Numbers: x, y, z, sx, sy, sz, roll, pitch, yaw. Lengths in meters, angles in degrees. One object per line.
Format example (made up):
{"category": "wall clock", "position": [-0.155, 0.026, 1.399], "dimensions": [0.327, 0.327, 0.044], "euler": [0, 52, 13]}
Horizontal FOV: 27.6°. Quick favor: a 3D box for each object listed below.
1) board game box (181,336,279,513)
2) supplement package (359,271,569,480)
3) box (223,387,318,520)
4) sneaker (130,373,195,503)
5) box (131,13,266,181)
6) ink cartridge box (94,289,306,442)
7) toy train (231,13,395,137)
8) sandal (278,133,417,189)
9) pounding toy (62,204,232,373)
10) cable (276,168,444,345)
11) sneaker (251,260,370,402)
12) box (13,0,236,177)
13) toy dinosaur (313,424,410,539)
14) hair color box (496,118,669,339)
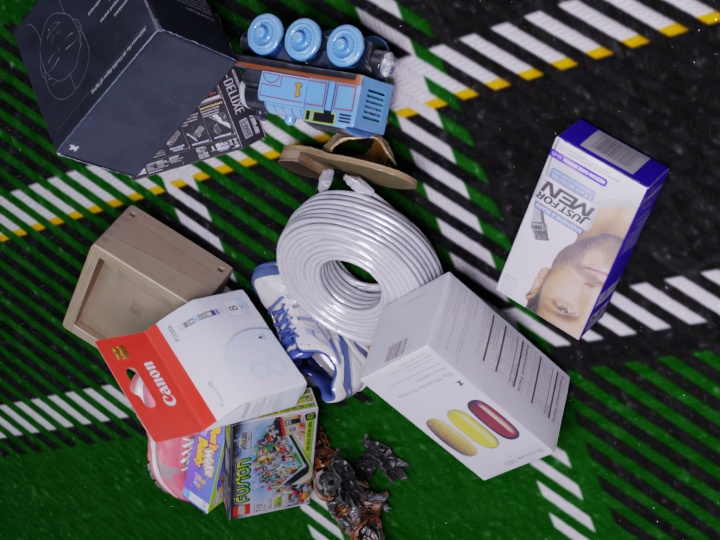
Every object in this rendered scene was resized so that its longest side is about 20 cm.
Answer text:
{"category": "board game box", "position": [-0.154, 0.195, 1.863], "dimensions": [0.045, 0.134, 0.201], "euler": [31, 127, 20]}
{"category": "supplement package", "position": [0.117, 0.118, 1.594], "dimensions": [0.200, 0.110, 0.114], "euler": [40, 136, -21]}
{"category": "box", "position": [-0.113, 0.229, 1.809], "dimensions": [0.201, 0.109, 0.035], "euler": [96, 158, -47]}
{"category": "sneaker", "position": [-0.247, 0.226, 1.987], "dimensions": [0.086, 0.074, 0.201], "euler": [-9, 107, 37]}
{"category": "box", "position": [-0.226, -0.206, 1.770], "dimensions": [0.199, 0.050, 0.159], "euler": [-12, 104, 39]}
{"category": "ink cartridge box", "position": [-0.185, 0.107, 1.705], "dimensions": [0.160, 0.199, 0.047], "euler": [53, 136, 29]}
{"category": "toy train", "position": [-0.054, -0.212, 1.599], "dimensions": [0.199, 0.087, 0.115], "euler": [13, 92, 30]}
{"category": "sandal", "position": [-0.011, -0.141, 1.637], "dimensions": [0.211, 0.077, 0.070], "euler": [10, 77, 48]}
{"category": "pounding toy", "position": [-0.284, 0.031, 1.894], "dimensions": [0.183, 0.142, 0.201], "euler": [32, 130, 3]}
{"category": "cable", "position": [0.000, 0.000, 1.663], "dimensions": [0.199, 0.069, 0.200], "euler": [34, 142, -1]}
{"category": "sneaker", "position": [-0.068, 0.072, 1.770], "dimensions": [0.200, 0.088, 0.075], "euler": [45, 132, 11]}
{"category": "box", "position": [-0.270, -0.252, 1.653], "dimensions": [0.200, 0.124, 0.197], "euler": [-44, 52, 26]}
{"category": "toy dinosaur", "position": [-0.022, 0.270, 1.837], "dimensions": [0.200, 0.102, 0.136], "euler": [43, 147, -4]}
{"category": "hair color box", "position": [0.227, -0.041, 1.515], "dimensions": [0.109, 0.065, 0.201], "euler": [32, 129, 19]}
